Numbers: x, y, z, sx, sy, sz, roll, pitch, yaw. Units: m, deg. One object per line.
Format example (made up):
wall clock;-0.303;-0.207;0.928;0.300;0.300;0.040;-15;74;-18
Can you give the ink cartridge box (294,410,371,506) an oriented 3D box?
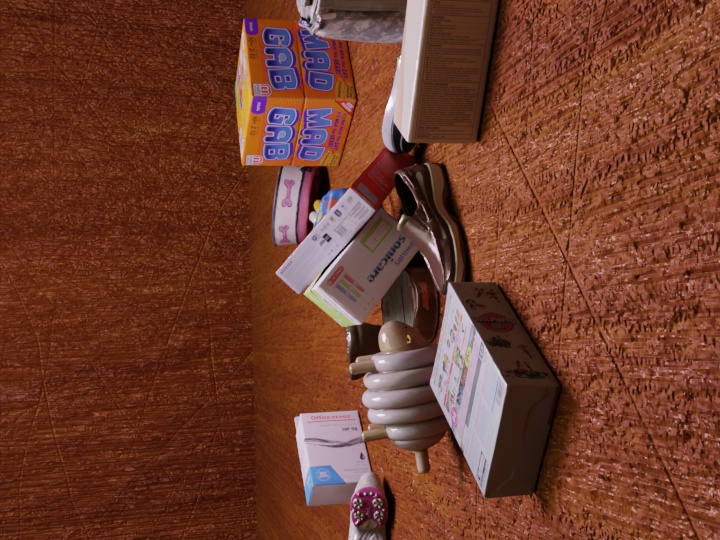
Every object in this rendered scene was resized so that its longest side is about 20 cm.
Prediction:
ink cartridge box;-0.053;0.327;1.786;0.201;0.114;0.067;-105;19;-44

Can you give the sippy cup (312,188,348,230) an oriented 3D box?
sippy cup;-0.025;-0.063;1.637;0.140;0.176;0.131;46;-144;-44

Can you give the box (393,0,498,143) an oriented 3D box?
box;0.100;-0.259;1.151;0.078;0.094;0.202;-114;28;-60

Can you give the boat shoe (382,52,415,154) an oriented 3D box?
boat shoe;0.075;-0.226;1.324;0.056;0.069;0.201;39;148;21

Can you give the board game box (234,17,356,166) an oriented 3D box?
board game box;-0.133;-0.345;1.893;0.200;0.197;0.202;110;155;-56

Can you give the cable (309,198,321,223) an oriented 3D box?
cable;-0.068;-0.085;1.952;0.200;0.050;0.098;-138;50;-74

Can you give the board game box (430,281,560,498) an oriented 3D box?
board game box;0.142;0.125;1.068;0.201;0.063;0.149;-114;28;-56

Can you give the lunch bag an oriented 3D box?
lunch bag;0.011;-0.375;1.291;0.168;0.198;0.141;-113;25;-60

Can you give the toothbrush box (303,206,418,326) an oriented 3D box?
toothbrush box;0.000;0.000;1.426;0.146;0.086;0.200;-51;5;-8

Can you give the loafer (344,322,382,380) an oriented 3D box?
loafer;0.011;0.137;1.618;0.200;0.067;0.077;80;-172;-74

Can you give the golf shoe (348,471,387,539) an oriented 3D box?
golf shoe;0.015;0.435;1.640;0.092;0.074;0.202;-84;1;-68

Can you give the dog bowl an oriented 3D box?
dog bowl;-0.136;-0.147;2.091;0.200;0.073;0.203;8;-90;-86

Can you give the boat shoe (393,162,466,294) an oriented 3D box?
boat shoe;0.083;-0.053;1.272;0.075;0.074;0.204;106;159;-50

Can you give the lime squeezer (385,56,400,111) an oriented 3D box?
lime squeezer;0.051;-0.221;1.476;0.071;0.037;0.202;-131;41;-70

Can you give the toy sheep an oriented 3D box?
toy sheep;0.062;0.165;1.266;0.138;0.136;0.202;-175;73;-76

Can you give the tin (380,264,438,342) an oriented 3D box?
tin;0.069;0.059;1.426;0.200;0.041;0.113;132;131;-71

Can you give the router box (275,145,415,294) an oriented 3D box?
router box;-0.021;-0.079;1.416;0.200;0.049;0.180;-46;5;35
